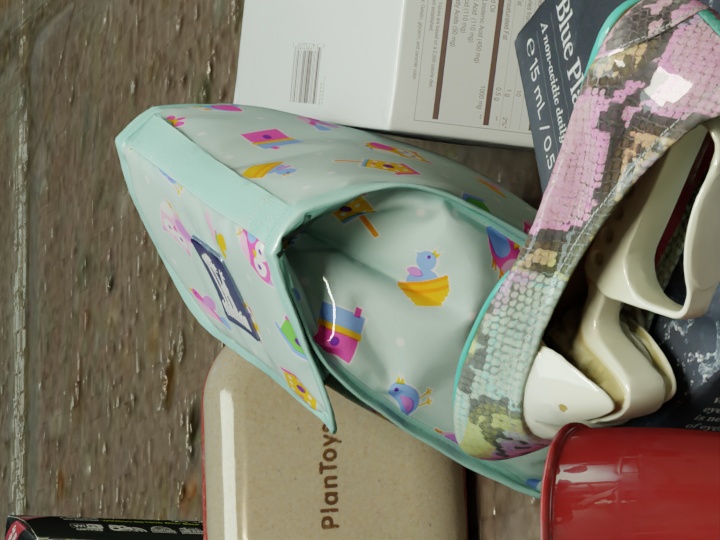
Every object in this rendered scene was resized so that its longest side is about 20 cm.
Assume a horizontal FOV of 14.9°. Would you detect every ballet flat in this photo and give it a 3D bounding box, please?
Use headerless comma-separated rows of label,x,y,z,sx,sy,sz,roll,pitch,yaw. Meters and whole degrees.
ballet flat,0.086,0.003,0.931,0.071,0.069,0.201,45,130,34

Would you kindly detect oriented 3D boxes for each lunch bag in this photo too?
lunch bag,0.000,0.000,1.203,0.122,0.199,0.170,-62,33,5

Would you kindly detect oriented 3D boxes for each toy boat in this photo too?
toy boat,-0.009,0.124,1.375,0.131,0.130,0.201,66,-159,-73

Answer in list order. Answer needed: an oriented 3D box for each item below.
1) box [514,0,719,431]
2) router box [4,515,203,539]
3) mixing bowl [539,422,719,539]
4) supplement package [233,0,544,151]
box,0.159,-0.050,0.985,0.200,0.117,0.198,129,139,-51
router box,-0.133,0.241,1.569,0.062,0.149,0.201,-159,75,-66
mixing bowl,0.139,0.134,0.887,0.200,0.108,0.201,-16,-90,-74
supplement package,0.031,-0.140,1.303,0.200,0.110,0.157,-166,82,-67
